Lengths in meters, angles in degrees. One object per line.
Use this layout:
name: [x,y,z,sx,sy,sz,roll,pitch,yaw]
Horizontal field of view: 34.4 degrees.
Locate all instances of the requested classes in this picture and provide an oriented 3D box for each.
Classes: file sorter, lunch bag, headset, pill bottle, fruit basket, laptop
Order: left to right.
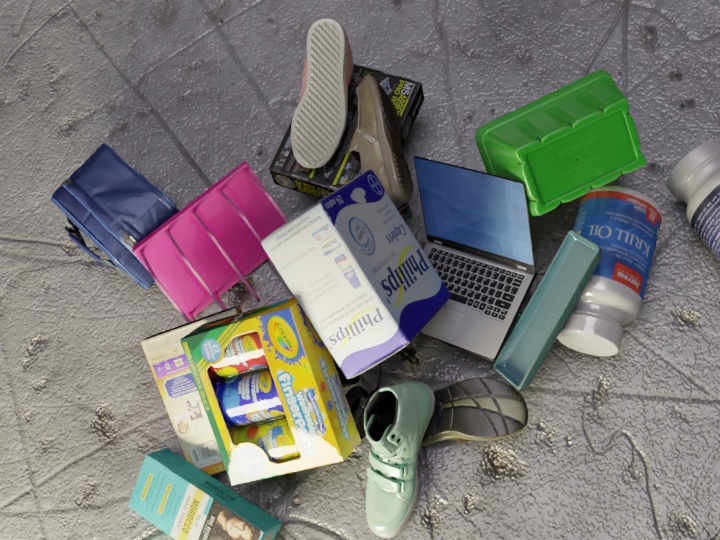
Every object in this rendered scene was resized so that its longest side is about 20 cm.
lunch bag: [-0.354,-0.076,1.684,0.199,0.136,0.133,38,79,26]
file sorter: [-0.183,-0.019,1.594,0.199,0.140,0.125,-38,32,-5]
headset: [-0.014,0.163,1.547,0.199,0.094,0.124,-37,74,13]
laptop: [0.121,-0.018,1.507,0.186,0.116,0.202,18,77,42]
fruit basket: [0.255,-0.156,1.525,0.213,0.157,0.216,-20,20,8]
pill bottle: [0.317,0.003,1.505,0.111,0.112,0.202,11,70,17]
pill bottle: [0.492,-0.067,1.492,0.115,0.116,0.201,-34,64,-3]

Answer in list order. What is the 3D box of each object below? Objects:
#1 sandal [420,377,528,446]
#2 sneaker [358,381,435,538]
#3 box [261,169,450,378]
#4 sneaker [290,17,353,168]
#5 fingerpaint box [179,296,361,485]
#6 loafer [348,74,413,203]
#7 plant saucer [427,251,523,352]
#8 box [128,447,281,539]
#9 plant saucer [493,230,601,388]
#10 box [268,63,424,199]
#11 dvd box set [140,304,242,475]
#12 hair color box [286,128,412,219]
sandal: [0.123,0.188,1.507,0.199,0.057,0.081,-11,70,25]
sneaker: [0.026,0.236,1.449,0.073,0.118,0.203,13,91,30]
box: [0.000,0.000,1.449,0.104,0.184,0.201,-31,94,27]
sneaker: [-0.048,-0.242,1.612,0.074,0.105,0.203,7,96,4]
fingerpaint box: [-0.112,0.150,1.449,0.165,0.073,0.203,-15,98,23]
loafer: [0.017,-0.174,1.559,0.068,0.076,0.202,-21,58,17]
plant saucer: [0.151,0.044,1.580,0.199,0.019,0.070,39,80,24]
box: [-0.204,0.318,1.510,0.198,0.049,0.083,27,104,23]
plant saucer: [0.236,0.050,1.452,0.202,0.019,0.070,-61,28,6]
box: [-0.018,-0.194,1.641,0.158,0.044,0.202,17,70,16]
dvd box set: [-0.189,0.162,1.534,0.145,0.029,0.202,-19,96,16]
hair color box: [-0.017,-0.142,1.675,0.098,0.061,0.201,-30,64,-2]
